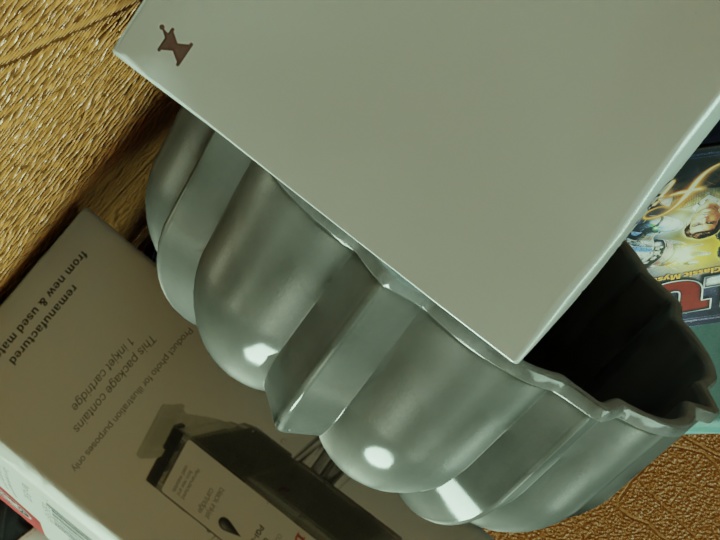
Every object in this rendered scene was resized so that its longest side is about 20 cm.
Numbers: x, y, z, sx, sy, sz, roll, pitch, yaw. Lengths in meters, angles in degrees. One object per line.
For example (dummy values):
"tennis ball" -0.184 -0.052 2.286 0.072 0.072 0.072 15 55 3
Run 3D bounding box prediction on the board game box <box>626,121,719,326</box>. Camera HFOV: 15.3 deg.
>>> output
"board game box" 0.149 -0.027 1.069 0.136 0.198 0.035 87 -6 -58

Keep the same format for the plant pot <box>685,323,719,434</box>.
"plant pot" 0.150 0.013 1.274 0.199 0.143 0.141 -10 -177 -44

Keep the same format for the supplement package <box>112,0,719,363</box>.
"supplement package" 0.063 -0.109 0.795 0.192 0.147 0.200 -54 176 19

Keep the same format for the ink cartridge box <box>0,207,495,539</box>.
"ink cartridge box" -0.041 0.086 0.910 0.083 0.200 0.147 -50 175 -13

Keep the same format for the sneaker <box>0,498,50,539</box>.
"sneaker" -0.139 0.154 1.005 0.200 0.112 0.073 -52 174 4

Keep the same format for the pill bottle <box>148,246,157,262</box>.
"pill bottle" -0.036 0.024 1.037 0.111 0.111 0.200 -46 172 -51

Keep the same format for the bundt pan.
"bundt pan" 0.013 0.007 0.851 0.076 0.202 0.202 -51 175 18
